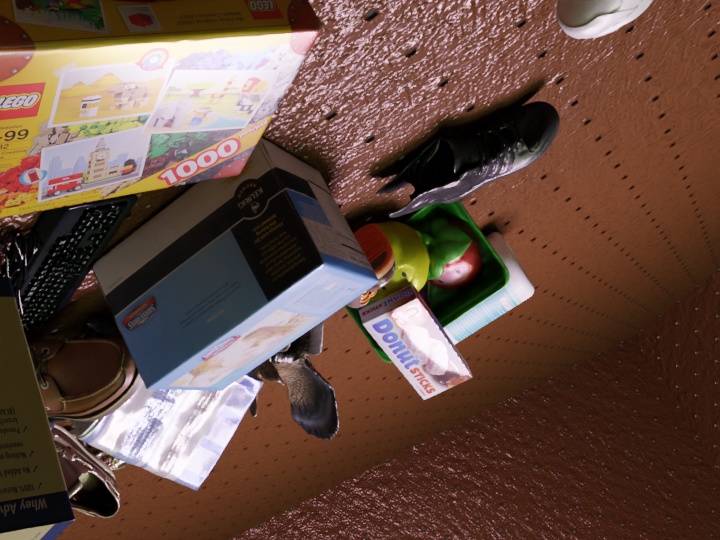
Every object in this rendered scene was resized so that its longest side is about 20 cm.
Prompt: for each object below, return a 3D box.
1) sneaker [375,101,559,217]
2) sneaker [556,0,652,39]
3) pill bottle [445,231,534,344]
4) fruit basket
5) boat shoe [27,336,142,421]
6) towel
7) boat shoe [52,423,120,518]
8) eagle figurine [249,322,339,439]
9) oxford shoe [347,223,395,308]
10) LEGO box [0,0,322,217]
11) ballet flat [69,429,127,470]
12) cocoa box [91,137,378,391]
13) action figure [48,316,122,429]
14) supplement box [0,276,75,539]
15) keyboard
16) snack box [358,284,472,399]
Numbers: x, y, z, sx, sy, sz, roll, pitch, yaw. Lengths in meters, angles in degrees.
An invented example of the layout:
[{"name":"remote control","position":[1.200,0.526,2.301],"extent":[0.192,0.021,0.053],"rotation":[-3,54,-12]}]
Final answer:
[{"name":"sneaker","position":[0.116,-0.119,0.974],"extent":[0.199,0.061,0.104],"rotation":[-32,167,17]},{"name":"sneaker","position":[0.205,-0.269,0.707],"extent":[0.099,0.078,0.201],"rotation":[-3,140,-42]},{"name":"pill bottle","position":[0.150,0.039,1.371],"extent":[0.199,0.112,0.111],"rotation":[-34,162,10]},{"name":"fruit basket","position":[0.060,0.005,1.111],"extent":[0.215,0.156,0.216],"rotation":[-36,179,-1]},{"name":"boat shoe","position":[-0.285,0.100,0.842],"extent":[0.198,0.073,0.068],"rotation":[-17,152,28]},{"name":"towel","position":[-0.189,0.139,0.949],"extent":[0.148,0.024,0.200],"rotation":[-58,142,-11]},{"name":"boat shoe","position":[-0.348,0.233,1.072],"extent":[0.075,0.075,0.202],"rotation":[-46,138,-1]},{"name":"eagle figurine","position":[-0.089,0.119,1.180],"extent":[0.200,0.150,0.153],"rotation":[35,78,-56]},{"name":"oxford shoe","position":[0.000,0.000,0.948],"extent":[0.071,0.073,0.200],"rotation":[-39,-164,-9]},{"name":"LEGO box","position":[-0.144,-0.114,0.543],"extent":[0.198,0.078,0.149],"rotation":[-16,158,-37]},{"name":"ballet flat","position":[-0.348,0.230,1.183],"extent":[0.199,0.075,0.065],"rotation":[-18,116,-40]},{"name":"cocoa box","position":[-0.110,0.003,0.828],"extent":[0.199,0.132,0.133],"rotation":[-35,162,15]},{"name":"action figure","position":[-0.274,0.121,0.944],"extent":[0.199,0.103,0.119],"rotation":[-33,151,15]},{"name":"supplement box","position":[-0.339,0.124,0.645],"extent":[0.199,0.202,0.134],"rotation":[1,147,-46]},{"name":"keyboard","position":[-0.259,0.010,0.764],"extent":[0.103,0.040,0.200],"rotation":[-12,154,-46]},{"name":"snack box","position":[0.070,0.091,1.113],"extent":[0.071,0.025,0.200],"rotation":[-25,139,11]}]
